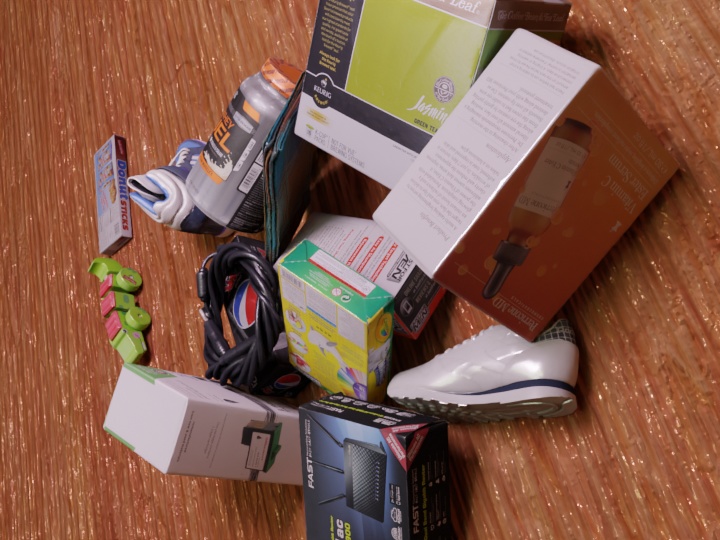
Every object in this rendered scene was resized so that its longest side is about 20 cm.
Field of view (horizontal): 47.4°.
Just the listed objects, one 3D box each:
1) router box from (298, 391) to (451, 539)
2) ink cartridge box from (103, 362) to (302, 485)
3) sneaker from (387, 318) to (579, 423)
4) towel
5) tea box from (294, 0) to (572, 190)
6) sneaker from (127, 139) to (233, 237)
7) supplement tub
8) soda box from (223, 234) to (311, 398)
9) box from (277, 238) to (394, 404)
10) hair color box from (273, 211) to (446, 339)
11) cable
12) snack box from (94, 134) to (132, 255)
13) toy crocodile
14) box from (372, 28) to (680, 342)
[{"bbox_3d":[0.013,0.232,0.798,0.149,0.062,0.202,4,99,47],"label":"router box"},{"bbox_3d":[-0.163,0.177,0.933,0.145,0.199,0.085,15,87,45],"label":"ink cartridge box"},{"bbox_3d":[0.113,0.096,0.772,0.199,0.076,0.081,-10,64,37],"label":"sneaker"},{"bbox_3d":[-0.077,-0.107,0.926,0.201,0.022,0.147,96,-169,-49],"label":"towel"},{"bbox_3d":[0.062,-0.191,0.788,0.199,0.133,0.198,34,124,33],"label":"tea box"},{"bbox_3d":[-0.262,-0.132,1.148,0.081,0.146,0.201,-49,50,24],"label":"sneaker"},{"bbox_3d":[-0.125,-0.157,1.034,0.201,0.122,0.123,-55,48,20],"label":"supplement tub"},{"bbox_3d":[-0.119,0.055,1.009,0.063,0.070,0.201,-45,51,29],"label":"soda box"},{"bbox_3d":[-0.023,0.072,0.843,0.117,0.048,0.201,33,146,23],"label":"box"},{"bbox_3d":[0.000,0.000,0.884,0.199,0.061,0.102,13,60,47],"label":"hair color box"},{"bbox_3d":[-0.144,0.051,0.927,0.199,0.050,0.165,6,88,58],"label":"cable"},{"bbox_3d":[-0.424,-0.130,1.401,0.072,0.024,0.202,-32,59,37],"label":"snack box"},{"bbox_3d":[-0.375,0.060,1.275,0.067,0.061,0.201,-44,53,29],"label":"toy crocodile"},{"bbox_3d":[0.139,-0.067,0.692,0.200,0.152,0.106,-52,41,9],"label":"box"}]
